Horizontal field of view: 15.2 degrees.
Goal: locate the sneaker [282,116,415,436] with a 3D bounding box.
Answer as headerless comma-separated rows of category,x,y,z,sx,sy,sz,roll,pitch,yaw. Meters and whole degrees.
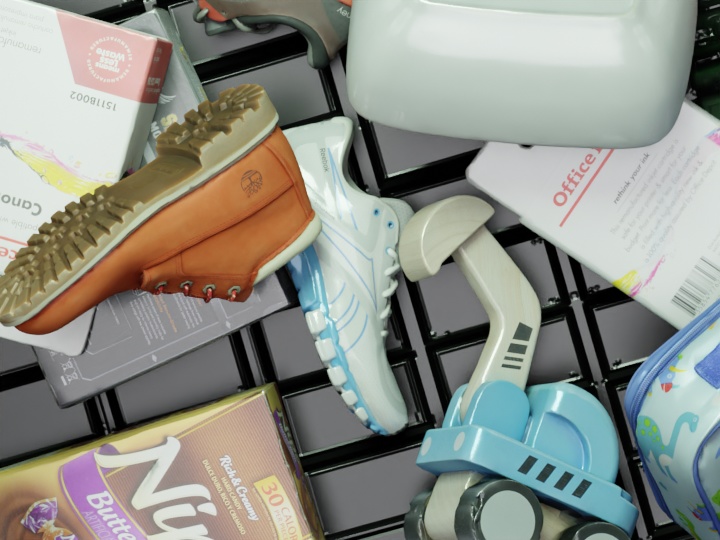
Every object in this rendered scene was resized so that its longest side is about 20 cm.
sneaker,0.000,0.000,1.615,0.087,0.075,0.200,-21,92,1

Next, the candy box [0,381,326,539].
candy box,-0.130,0.153,1.645,0.200,0.056,0.117,-18,91,6

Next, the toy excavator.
toy excavator,0.089,0.079,1.596,0.194,0.100,0.200,25,74,-17

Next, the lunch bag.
lunch bag,0.249,0.062,1.529,0.200,0.161,0.082,-42,50,-9

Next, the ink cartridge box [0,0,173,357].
ink cartridge box,-0.195,-0.055,1.582,0.116,0.067,0.200,15,94,3

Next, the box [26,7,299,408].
box,-0.150,-0.038,1.637,0.158,0.048,0.200,-25,91,6

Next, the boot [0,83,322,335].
boot,-0.111,-0.007,1.531,0.200,0.075,0.107,-36,117,-15

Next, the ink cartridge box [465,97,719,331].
ink cartridge box,0.174,-0.046,1.594,0.200,0.068,0.115,35,97,2

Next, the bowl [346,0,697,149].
bowl,0.095,-0.170,1.537,0.200,0.075,0.200,6,52,4

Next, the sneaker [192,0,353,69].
sneaker,-0.090,-0.184,1.611,0.200,0.077,0.082,28,102,4
